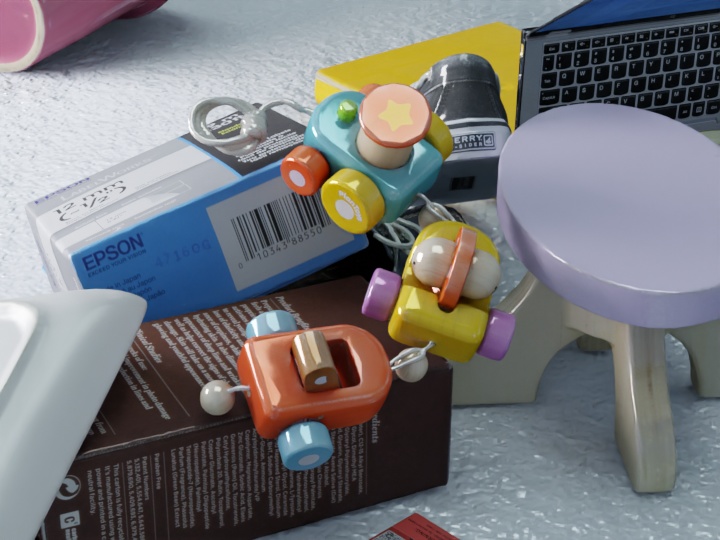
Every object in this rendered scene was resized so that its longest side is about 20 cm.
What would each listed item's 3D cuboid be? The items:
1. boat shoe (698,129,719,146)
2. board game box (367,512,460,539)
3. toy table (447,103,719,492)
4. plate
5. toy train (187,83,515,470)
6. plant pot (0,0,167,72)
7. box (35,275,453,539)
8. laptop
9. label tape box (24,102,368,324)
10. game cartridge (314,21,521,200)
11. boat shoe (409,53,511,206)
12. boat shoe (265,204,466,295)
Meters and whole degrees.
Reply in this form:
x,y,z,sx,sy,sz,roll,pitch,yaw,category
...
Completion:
x,y,z,sx,sy,sz,roll,pitch,yaw,category
0.268,-0.050,1.081,0.200,0.072,0.066,-7,44,-21,boat shoe
0.056,0.165,0.712,0.103,0.020,0.200,-25,37,-37,board game box
0.132,0.010,0.903,0.183,0.118,0.200,4,29,6,toy table
-0.210,0.076,0.761,0.199,0.032,0.200,-5,39,23,plate
-0.006,-0.015,0.807,0.149,0.056,0.201,-3,58,-19,toy train
-0.234,-0.248,1.326,0.199,0.201,0.179,15,47,26,plant pot
-0.067,0.071,0.832,0.199,0.075,0.100,-14,31,-22,box
0.197,-0.103,1.033,0.186,0.201,0.116,-9,32,-18,laptop
-0.099,-0.031,0.955,0.143,0.066,0.200,-25,22,-13,label tape box
0.096,-0.111,1.230,0.176,0.033,0.200,-19,36,-33,game cartridge
0.048,-0.079,1.029,0.073,0.069,0.199,-5,-7,1,boat shoe
0.000,0.000,0.977,0.075,0.062,0.200,20,33,34,boat shoe
